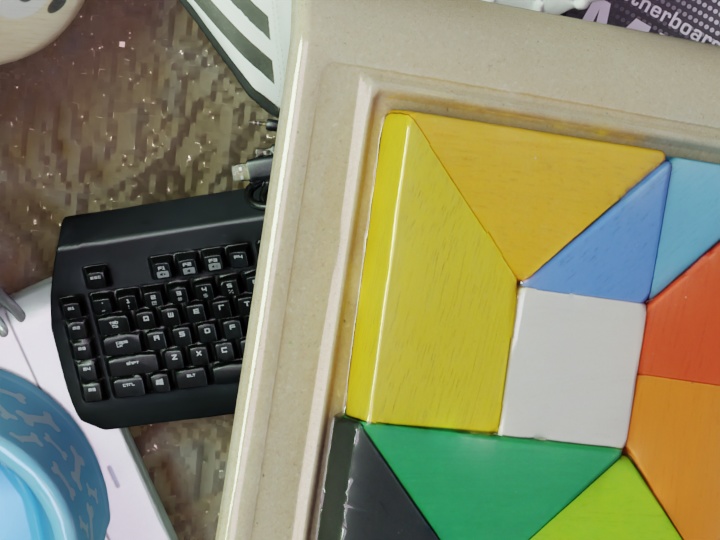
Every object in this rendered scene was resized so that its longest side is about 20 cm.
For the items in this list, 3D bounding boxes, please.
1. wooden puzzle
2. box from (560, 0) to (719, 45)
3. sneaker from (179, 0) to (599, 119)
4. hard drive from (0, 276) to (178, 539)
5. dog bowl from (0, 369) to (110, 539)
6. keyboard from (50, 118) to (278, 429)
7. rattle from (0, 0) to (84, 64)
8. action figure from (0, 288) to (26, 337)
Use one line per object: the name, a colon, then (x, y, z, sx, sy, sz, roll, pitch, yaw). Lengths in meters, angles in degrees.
wooden puzzle: (0.054, 0.024, 0.795, 0.185, 0.037, 0.200, 8, 87, -27)
box: (0.141, -0.032, 0.899, 0.200, 0.044, 0.160, 30, 95, -8)
sneaker: (0.030, -0.095, 0.848, 0.200, 0.076, 0.115, 16, 123, -3)
hard drive: (-0.165, 0.102, 0.902, 0.200, 0.027, 0.132, -24, 100, -1)
dog bowl: (-0.127, 0.130, 0.871, 0.111, 0.050, 0.200, -11, 100, -4)
keyboard: (0.000, 0.000, 0.846, 0.200, 0.040, 0.104, -9, 117, 3)
rattle: (-0.105, -0.077, 0.787, 0.200, 0.143, 0.130, -7, 110, -33)
action figure: (-0.210, 0.000, 0.841, 0.200, 0.119, 0.102, -10, 104, 2)
